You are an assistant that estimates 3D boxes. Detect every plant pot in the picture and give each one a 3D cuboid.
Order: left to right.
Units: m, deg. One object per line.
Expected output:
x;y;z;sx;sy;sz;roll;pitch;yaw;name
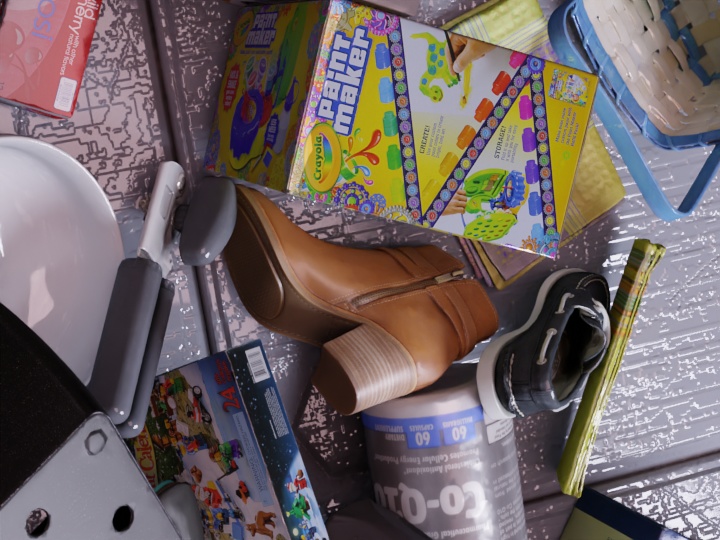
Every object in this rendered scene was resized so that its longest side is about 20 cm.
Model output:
-0.220;0.149;0.867;0.200;0.176;0.201;-46;130;-29;plant pot

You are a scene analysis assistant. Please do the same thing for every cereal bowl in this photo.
-0.257;0.006;0.981;0.199;0.083;0.203;-15;111;-44;cereal bowl

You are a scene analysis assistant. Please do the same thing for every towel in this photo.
0.116;-0.103;1.139;0.143;0.023;0.202;-29;103;-12;towel
0.192;0.073;1.140;0.018;0.086;0.203;18;95;4;towel

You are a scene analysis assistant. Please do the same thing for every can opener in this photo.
-0.138;0.015;1.006;0.066;0.053;0.202;6;65;19;can opener

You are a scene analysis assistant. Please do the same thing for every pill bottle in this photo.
0.067;0.180;1.102;0.112;0.114;0.203;-11;98;-16;pill bottle

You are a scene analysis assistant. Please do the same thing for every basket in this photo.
0.233;-0.156;1.098;0.200;0.138;0.177;-45;109;-41;basket

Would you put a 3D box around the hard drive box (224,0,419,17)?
-0.055;-0.221;0.979;0.154;0.200;0.078;14;91;-18;hard drive box

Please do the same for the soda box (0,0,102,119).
-0.204;-0.208;1.001;0.063;0.070;0.203;15;91;-18;soda box

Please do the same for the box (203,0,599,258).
0.019;-0.098;0.986;0.190;0.200;0.124;13;93;-22;box

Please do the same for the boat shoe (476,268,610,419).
0.155;0.054;1.093;0.200;0.060;0.076;-44;121;-50;boat shoe

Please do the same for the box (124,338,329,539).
-0.093;0.163;1.019;0.037;0.136;0.202;-17;86;-50;box

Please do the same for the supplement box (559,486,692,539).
0.239;0.314;1.159;0.198;0.134;0.202;28;87;-18;supplement box

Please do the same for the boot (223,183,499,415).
0.000;0.000;1.080;0.154;0.077;0.200;-24;62;-36;boot

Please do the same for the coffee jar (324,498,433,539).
-0.001;0.268;1.050;0.085;0.104;0.202;-17;131;-49;coffee jar

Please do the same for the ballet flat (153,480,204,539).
-0.135;0.240;0.999;0.068;0.068;0.202;-13;129;-55;ballet flat
